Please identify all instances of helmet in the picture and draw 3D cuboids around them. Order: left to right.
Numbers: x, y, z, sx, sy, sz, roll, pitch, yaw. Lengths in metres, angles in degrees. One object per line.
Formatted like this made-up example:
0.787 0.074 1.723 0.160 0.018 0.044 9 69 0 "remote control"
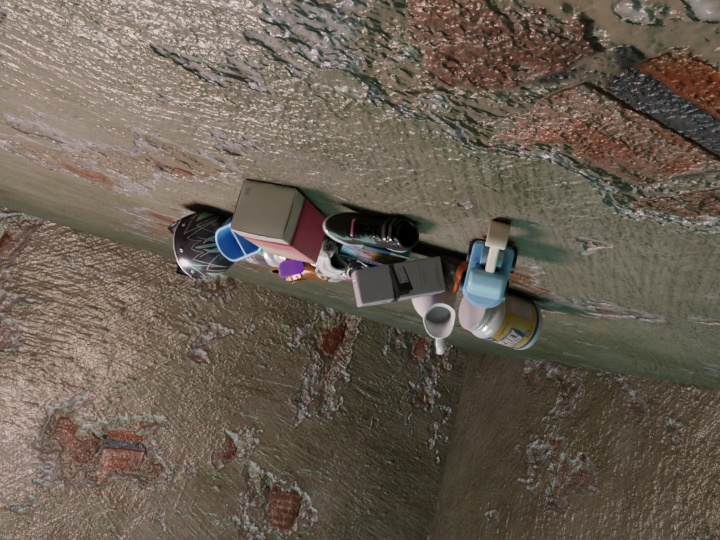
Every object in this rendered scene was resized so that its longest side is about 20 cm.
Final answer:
-0.432 -0.069 1.564 0.199 0.202 0.190 21 166 -36 "helmet"

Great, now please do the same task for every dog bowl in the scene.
-0.288 -0.083 1.402 0.199 0.112 0.050 -16 -164 44 "dog bowl"

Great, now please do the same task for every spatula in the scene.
-0.116 -0.035 1.449 0.021 0.199 0.057 47 153 39 "spatula"

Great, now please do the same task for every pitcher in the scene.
0.198 0.105 1.498 0.120 0.173 0.201 -3 -150 1 "pitcher"

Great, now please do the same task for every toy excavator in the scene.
0.247 -0.009 1.072 0.099 0.197 0.200 13 -161 9 "toy excavator"

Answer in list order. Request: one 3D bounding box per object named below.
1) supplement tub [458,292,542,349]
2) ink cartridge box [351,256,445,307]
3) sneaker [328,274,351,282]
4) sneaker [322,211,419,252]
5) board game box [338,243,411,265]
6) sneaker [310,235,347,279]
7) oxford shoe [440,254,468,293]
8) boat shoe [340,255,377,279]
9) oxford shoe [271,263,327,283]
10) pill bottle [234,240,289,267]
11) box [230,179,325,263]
0.389 0.130 1.579 0.198 0.146 0.144 18 170 -23 "supplement tub"
0.085 0.029 1.335 0.198 0.085 0.145 -9 175 -4 "ink cartridge box"
-0.031 -0.010 1.635 0.198 0.082 0.088 3 168 -8 "sneaker"
0.028 -0.084 1.135 0.198 0.072 0.099 11 170 -17 "sneaker"
0.031 -0.054 1.360 0.149 0.047 0.200 16 171 -5 "board game box"
-0.102 -0.063 1.374 0.088 0.075 0.200 -12 133 42 "sneaker"
0.223 0.001 1.374 0.072 0.071 0.200 33 170 13 "oxford shoe"
0.000 0.000 1.481 0.198 0.060 0.076 17 129 19 "boat shoe"
-0.159 0.007 1.518 0.199 0.072 0.071 14 158 38 "oxford shoe"
-0.247 -0.070 1.498 0.198 0.114 0.113 9 169 31 "pill bottle"
-0.167 -0.099 1.211 0.127 0.110 0.200 12 171 18 "box"
